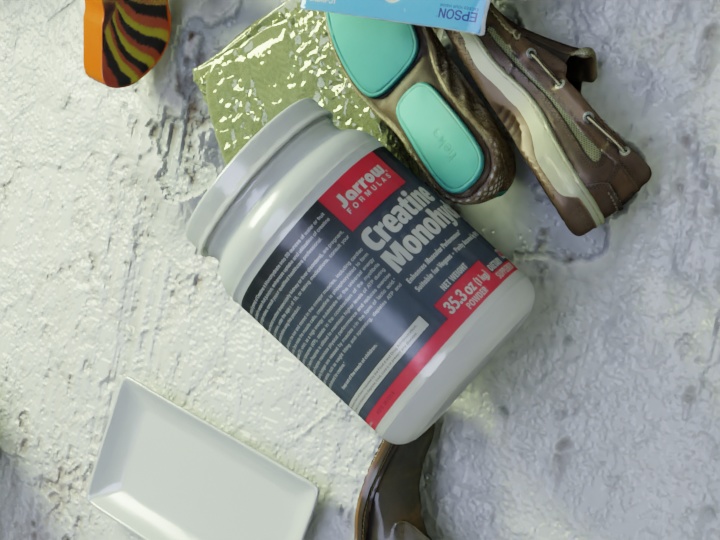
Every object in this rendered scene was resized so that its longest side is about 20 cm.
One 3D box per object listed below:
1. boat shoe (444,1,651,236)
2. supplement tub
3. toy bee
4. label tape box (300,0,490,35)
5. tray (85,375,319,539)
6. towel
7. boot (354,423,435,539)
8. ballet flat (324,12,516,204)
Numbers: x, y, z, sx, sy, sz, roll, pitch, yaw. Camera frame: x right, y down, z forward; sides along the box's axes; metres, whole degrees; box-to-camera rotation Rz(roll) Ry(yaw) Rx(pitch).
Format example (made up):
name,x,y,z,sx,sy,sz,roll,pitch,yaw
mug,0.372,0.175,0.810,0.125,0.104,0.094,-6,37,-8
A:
name,x,y,z,sx,sy,sz,roll,pitch,yaw
boat shoe,0.120,-0.120,1.276,0.075,0.075,0.203,-32,70,5
supplement tub,0.000,0.000,1.275,0.200,0.140,0.141,42,114,6
toy bee,-0.162,-0.239,1.449,0.131,0.108,0.201,49,147,39
label tape box,0.057,-0.248,1.287,0.143,0.066,0.201,12,84,32
tray,-0.115,0.164,1.456,0.199,0.022,0.108,27,105,31
towel,-0.034,-0.093,1.393,0.148,0.036,0.201,-30,73,30
boot,0.040,0.185,1.338,0.096,0.075,0.201,19,90,7
ballet flat,0.040,-0.121,1.322,0.070,0.065,0.201,-38,65,22
